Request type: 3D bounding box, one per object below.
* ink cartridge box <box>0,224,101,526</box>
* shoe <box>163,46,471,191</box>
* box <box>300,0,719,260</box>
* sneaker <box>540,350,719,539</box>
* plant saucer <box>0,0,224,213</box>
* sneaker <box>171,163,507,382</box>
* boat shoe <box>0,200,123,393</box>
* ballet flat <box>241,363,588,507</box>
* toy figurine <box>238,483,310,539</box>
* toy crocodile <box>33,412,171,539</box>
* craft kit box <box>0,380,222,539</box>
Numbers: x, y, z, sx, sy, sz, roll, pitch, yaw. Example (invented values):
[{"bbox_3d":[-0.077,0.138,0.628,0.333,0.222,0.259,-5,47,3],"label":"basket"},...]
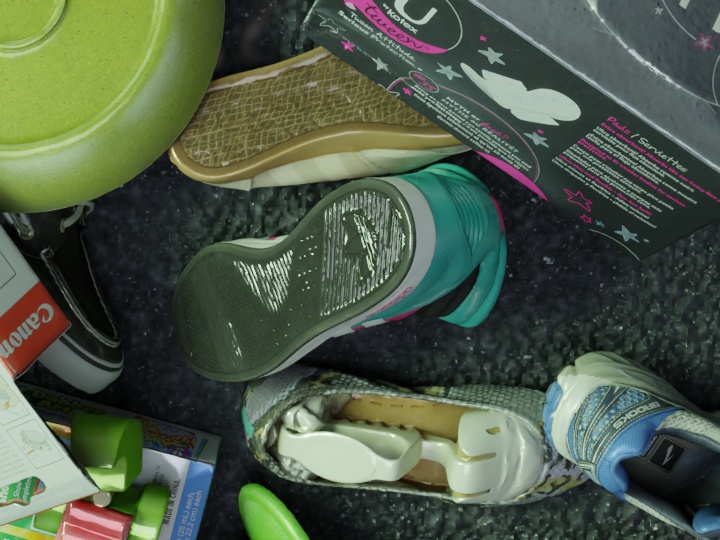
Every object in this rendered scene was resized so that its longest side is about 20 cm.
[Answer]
[{"bbox_3d":[-0.200,0.025,0.753,0.108,0.050,0.201,-21,110,39],"label":"ink cartridge box"},{"bbox_3d":[0.002,-0.083,0.788,0.197,0.053,0.071,-11,79,0],"label":"shoe"},{"bbox_3d":[0.098,-0.122,0.711,0.199,0.115,0.133,33,69,-9],"label":"box"},{"bbox_3d":[0.188,0.111,0.809,0.198,0.085,0.078,17,108,-20],"label":"sneaker"},{"bbox_3d":[-0.164,-0.129,0.748,0.197,0.031,0.203,0,87,-1],"label":"plant saucer"},{"bbox_3d":[0.000,0.000,0.795,0.199,0.120,0.085,-22,78,47],"label":"sneaker"},{"bbox_3d":[-0.170,-0.031,0.792,0.063,0.071,0.201,-31,102,11],"label":"boat shoe"},{"bbox_3d":[0.034,0.095,0.829,0.198,0.072,0.073,7,107,-1],"label":"ballet flat"},{"bbox_3d":[-0.076,0.240,0.804,0.183,0.150,0.201,-30,85,-23],"label":"toy figurine"},{"bbox_3d":[-0.146,0.163,0.813,0.067,0.062,0.202,18,107,-4],"label":"toy crocodile"},{"bbox_3d":[-0.193,0.161,0.868,0.195,0.049,0.202,15,107,-6],"label":"craft kit box"}]
